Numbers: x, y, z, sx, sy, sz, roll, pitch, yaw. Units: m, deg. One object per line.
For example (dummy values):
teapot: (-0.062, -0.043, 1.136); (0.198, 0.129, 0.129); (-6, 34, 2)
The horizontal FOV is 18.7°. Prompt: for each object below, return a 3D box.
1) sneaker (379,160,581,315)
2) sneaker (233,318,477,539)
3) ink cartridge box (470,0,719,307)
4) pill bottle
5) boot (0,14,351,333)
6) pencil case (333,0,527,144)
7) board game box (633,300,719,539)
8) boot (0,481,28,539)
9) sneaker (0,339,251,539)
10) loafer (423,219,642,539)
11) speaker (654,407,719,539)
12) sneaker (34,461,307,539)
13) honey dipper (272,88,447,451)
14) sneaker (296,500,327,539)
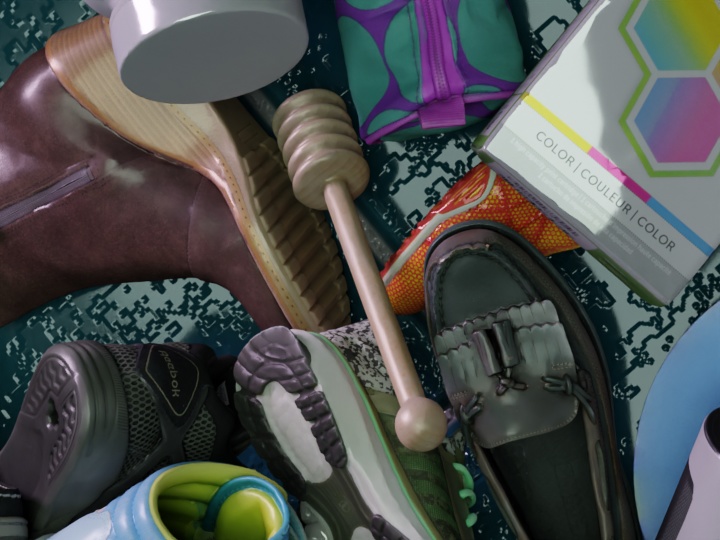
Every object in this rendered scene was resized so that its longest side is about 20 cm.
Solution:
sneaker: (0.093, -0.032, 0.994); (0.199, 0.073, 0.077); (-34, 92, 13)
sneaker: (0.029, 0.102, 0.966); (0.077, 0.088, 0.201); (-32, 85, 50)
ink cartridge box: (0.149, -0.095, 0.930); (0.104, 0.059, 0.200); (40, 90, -4)
pill bottle: (-0.084, -0.182, 0.975); (0.111, 0.112, 0.201); (-18, 69, 12)
boot: (-0.111, -0.014, 1.050); (0.166, 0.072, 0.201); (-33, 87, 23)
pencil case: (0.020, -0.161, 0.992); (0.084, 0.092, 0.202); (-12, 91, -1)
board game box: (0.224, 0.094, 0.989); (0.199, 0.039, 0.159); (20, 102, 13)
boot: (-0.219, 0.053, 1.020); (0.203, 0.073, 0.155); (0, 88, 54)
sneaker: (-0.113, 0.096, 1.022); (0.200, 0.113, 0.077); (-55, 47, 46)
loafer: (0.082, 0.075, 0.972); (0.071, 0.063, 0.201); (-18, 110, 13)
speaker: (0.153, 0.163, 0.954); (0.081, 0.081, 0.201); (23, 116, 10)
sneaker: (-0.046, 0.159, 0.961); (0.200, 0.080, 0.130); (34, 124, -30)
honey dipper: (0.000, 0.000, 0.974); (0.038, 0.038, 0.201); (-28, 50, 11)
sneaker: (0.043, 0.171, 1.009); (0.089, 0.078, 0.201); (-22, 88, 8)
